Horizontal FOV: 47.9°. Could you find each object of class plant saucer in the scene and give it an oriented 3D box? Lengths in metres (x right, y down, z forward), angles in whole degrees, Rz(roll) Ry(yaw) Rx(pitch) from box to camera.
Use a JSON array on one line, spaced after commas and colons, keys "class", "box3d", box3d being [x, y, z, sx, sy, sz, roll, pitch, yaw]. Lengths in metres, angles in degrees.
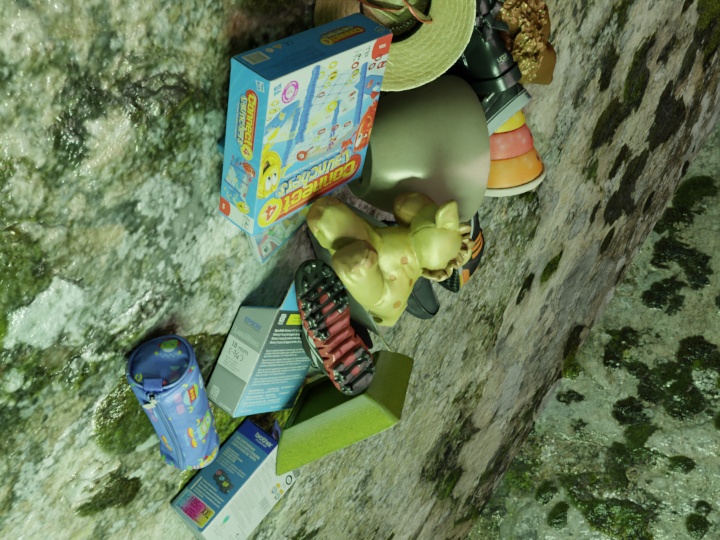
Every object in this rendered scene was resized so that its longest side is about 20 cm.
[{"class": "plant saucer", "box3d": [-0.028, 0.189, 1.164, 0.198, 0.048, 0.200, -27, -167, 18]}]

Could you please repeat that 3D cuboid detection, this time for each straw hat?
[{"class": "straw hat", "box3d": [0.041, -0.321, 0.951, 0.086, 0.199, 0.202, -94, -177, -46]}]

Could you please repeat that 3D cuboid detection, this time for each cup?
[{"class": "cup", "box3d": [0.058, -0.154, 1.071, 0.142, 0.201, 0.202, -7, 127, -24]}]

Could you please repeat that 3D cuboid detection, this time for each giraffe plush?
[{"class": "giraffe plush", "box3d": [0.050, -0.030, 0.984, 0.161, 0.201, 0.173, -33, 178, 2]}]

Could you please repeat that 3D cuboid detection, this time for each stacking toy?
[{"class": "stacking toy", "box3d": [0.233, -0.237, 1.354, 0.146, 0.145, 0.202, -37, 129, -37]}]

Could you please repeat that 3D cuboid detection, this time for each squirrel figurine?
[{"class": "squirrel figurine", "box3d": [0.227, -0.367, 1.146, 0.200, 0.140, 0.189, -57, 160, -71]}]

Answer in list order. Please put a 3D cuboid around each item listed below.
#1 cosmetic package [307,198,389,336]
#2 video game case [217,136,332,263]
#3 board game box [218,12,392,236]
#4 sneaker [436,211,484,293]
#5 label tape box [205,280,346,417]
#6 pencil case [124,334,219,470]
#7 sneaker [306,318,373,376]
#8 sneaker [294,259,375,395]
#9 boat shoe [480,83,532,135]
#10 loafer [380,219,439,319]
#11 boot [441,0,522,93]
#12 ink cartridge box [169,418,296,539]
[{"class": "cosmetic package", "box3d": [0.000, 0.000, 1.182, 0.073, 0.103, 0.201, -47, 152, -21]}, {"class": "video game case", "box3d": [-0.098, -0.119, 0.991, 0.143, 0.018, 0.201, -46, 149, -25]}, {"class": "board game box", "box3d": [-0.062, -0.164, 0.905, 0.199, 0.056, 0.197, -35, 150, -40]}, {"class": "sneaker", "box3d": [0.168, -0.058, 1.324, 0.090, 0.070, 0.201, -42, 150, -33]}, {"class": "label tape box", "box3d": [-0.115, 0.095, 1.119, 0.144, 0.063, 0.202, 8, 108, -62]}, {"class": "pencil case", "box3d": [-0.224, 0.167, 0.984, 0.201, 0.077, 0.087, 86, 13, -47]}, {"class": "sneaker", "box3d": [-0.043, 0.117, 1.269, 0.088, 0.075, 0.200, -32, 174, 18]}, {"class": "sneaker", "box3d": [-0.049, 0.069, 1.066, 0.071, 0.098, 0.202, -33, 121, -21]}, {"class": "boat shoe", "box3d": [0.175, -0.231, 1.287, 0.199, 0.068, 0.074, -40, -179, 20]}, {"class": "loafer", "box3d": [0.076, 0.002, 1.265, 0.201, 0.070, 0.068, 54, 43, -31]}, {"class": "boot", "box3d": [0.123, -0.319, 1.074, 0.073, 0.198, 0.163, -37, 116, -19]}, {"class": "ink cartridge box", "box3d": [-0.175, 0.319, 1.221, 0.200, 0.076, 0.137, -46, 150, -24]}]
